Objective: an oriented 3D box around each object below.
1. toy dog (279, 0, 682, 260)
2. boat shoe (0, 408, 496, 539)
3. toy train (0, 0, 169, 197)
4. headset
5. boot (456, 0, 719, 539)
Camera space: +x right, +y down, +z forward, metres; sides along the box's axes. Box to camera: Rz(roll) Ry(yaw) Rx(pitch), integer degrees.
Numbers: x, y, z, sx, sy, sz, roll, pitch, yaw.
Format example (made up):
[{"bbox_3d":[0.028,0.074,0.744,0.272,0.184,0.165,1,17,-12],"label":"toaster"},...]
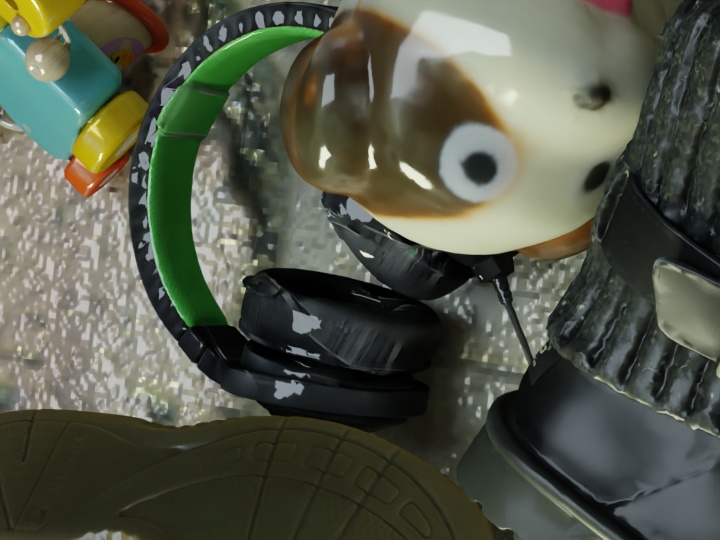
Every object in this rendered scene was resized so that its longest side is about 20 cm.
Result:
[{"bbox_3d":[0.034,-0.104,0.780,0.194,0.139,0.200,-22,57,42],"label":"toy dog"},{"bbox_3d":[-0.041,0.087,0.838,0.201,0.066,0.072,6,55,30],"label":"boat shoe"},{"bbox_3d":[-0.131,-0.117,0.940,0.056,0.200,0.150,-44,48,-18],"label":"toy train"},{"bbox_3d":[0.000,0.000,0.850,0.200,0.094,0.124,40,110,26],"label":"headset"},{"bbox_3d":[0.141,0.037,0.706,0.211,0.079,0.158,31,109,6],"label":"boot"}]
